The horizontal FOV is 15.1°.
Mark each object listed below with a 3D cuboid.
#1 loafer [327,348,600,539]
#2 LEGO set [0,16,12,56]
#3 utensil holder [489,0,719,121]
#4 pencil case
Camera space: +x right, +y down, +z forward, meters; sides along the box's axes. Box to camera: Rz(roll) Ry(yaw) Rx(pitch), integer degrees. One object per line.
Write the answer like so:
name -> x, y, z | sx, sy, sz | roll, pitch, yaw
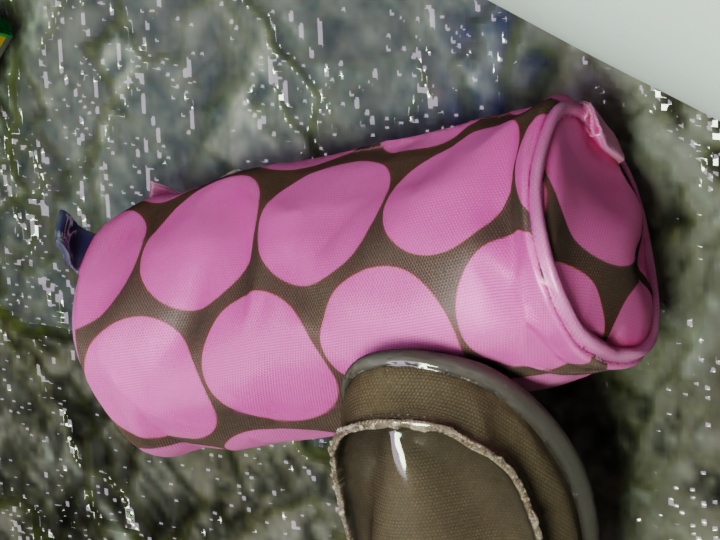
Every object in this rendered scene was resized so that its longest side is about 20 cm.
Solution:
loafer -> 0.036, 0.114, 0.826 | 0.073, 0.071, 0.201 | -3, 124, 26
LEGO set -> -0.235, -0.084, 0.959 | 0.200, 0.154, 0.116 | 36, 103, 15
utensil holder -> 0.115, -0.115, 0.689 | 0.199, 0.170, 0.171 | 28, 117, 29
pencil case -> 0.000, 0.000, 0.857 | 0.199, 0.091, 0.094 | -10, 52, 36
